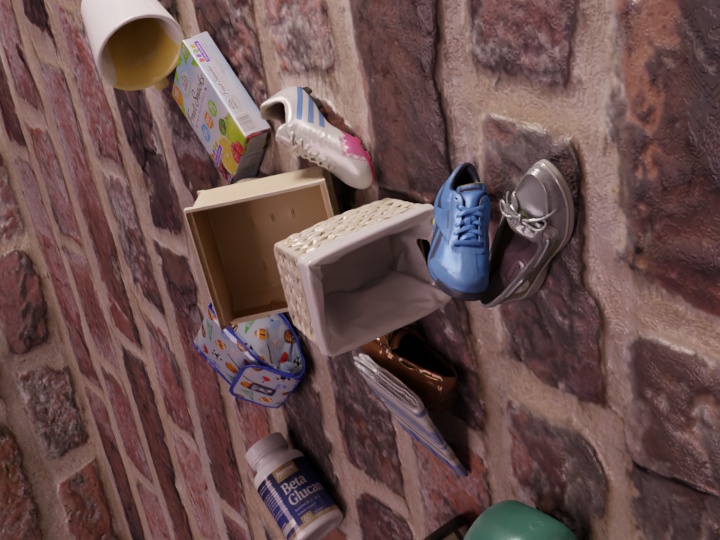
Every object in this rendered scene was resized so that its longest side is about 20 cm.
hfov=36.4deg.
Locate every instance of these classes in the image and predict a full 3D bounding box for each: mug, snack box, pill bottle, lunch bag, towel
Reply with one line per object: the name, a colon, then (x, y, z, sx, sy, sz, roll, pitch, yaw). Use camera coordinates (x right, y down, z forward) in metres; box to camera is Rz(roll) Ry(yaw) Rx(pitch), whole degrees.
mug: (0.222, 0.381, 1.385, 0.114, 0.183, 0.155, 18, 103, 49)
snack box: (-0.224, -0.252, 1.729, 0.201, 0.052, 0.143, 57, 150, 16)
pill bottle: (-0.128, 0.404, 2.021, 0.201, 0.110, 0.112, 53, 150, 21)
mug: (-0.390, -0.391, 1.805, 0.154, 0.147, 0.188, 57, 145, 30)
lunch bag: (-0.188, 0.141, 1.914, 0.200, 0.124, 0.170, 46, 150, 6)
lunch bag: (-0.131, -0.039, 1.661, 0.166, 0.139, 0.203, 2, 118, 37)
towel: (0.073, 0.203, 1.530, 0.146, 0.024, 0.201, 36, 166, 43)

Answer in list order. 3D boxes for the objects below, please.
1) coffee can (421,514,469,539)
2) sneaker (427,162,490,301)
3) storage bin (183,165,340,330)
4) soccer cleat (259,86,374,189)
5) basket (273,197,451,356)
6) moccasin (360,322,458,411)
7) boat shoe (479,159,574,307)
coffee can: (0.140, 0.480, 1.579, 0.201, 0.145, 0.147, 57, 151, 15)
sneaker: (0.113, -0.048, 1.210, 0.201, 0.065, 0.079, -86, 7, -54)
storage bin: (-0.121, -0.028, 1.539, 0.094, 0.196, 0.202, -88, -15, -67)
soccer cleat: (-0.063, -0.171, 1.481, 0.200, 0.086, 0.070, 48, 148, 28)
basket: (0.000, 0.000, 1.394, 0.123, 0.198, 0.138, 26, 134, 56)
moccasin: (0.059, 0.107, 1.507, 0.201, 0.073, 0.079, 46, 135, 38)
boat shoe: (0.177, -0.034, 1.196, 0.075, 0.064, 0.203, 50, 149, 25)
